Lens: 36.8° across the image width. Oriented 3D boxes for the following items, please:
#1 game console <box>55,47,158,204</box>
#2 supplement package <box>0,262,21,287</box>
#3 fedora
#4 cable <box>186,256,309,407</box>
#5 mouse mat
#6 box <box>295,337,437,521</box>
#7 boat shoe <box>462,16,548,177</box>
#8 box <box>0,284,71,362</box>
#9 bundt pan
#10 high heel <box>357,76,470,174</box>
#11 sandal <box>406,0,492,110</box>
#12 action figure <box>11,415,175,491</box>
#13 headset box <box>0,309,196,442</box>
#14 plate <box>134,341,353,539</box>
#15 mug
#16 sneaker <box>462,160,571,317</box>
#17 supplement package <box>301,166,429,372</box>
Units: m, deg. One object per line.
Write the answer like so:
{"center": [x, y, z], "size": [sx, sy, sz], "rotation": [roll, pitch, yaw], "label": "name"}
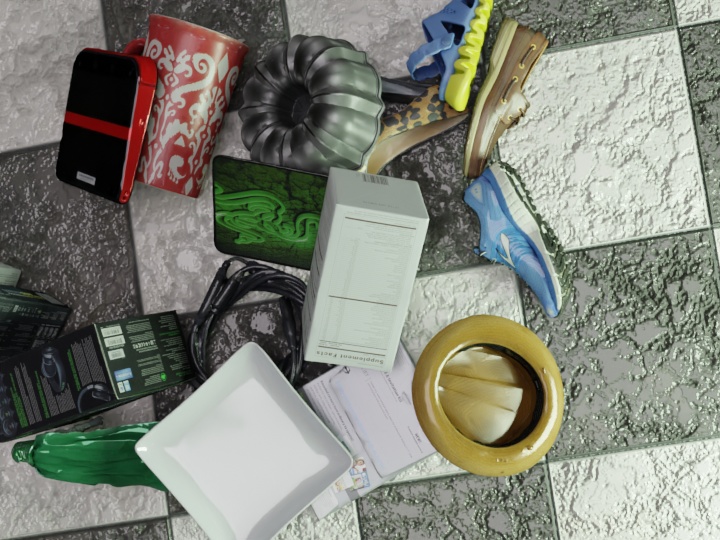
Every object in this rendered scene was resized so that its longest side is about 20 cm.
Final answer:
{"center": [-0.321, -0.186, 1.361], "size": [0.199, 0.031, 0.180], "rotation": [19, 101, 50], "label": "game console"}
{"center": [-0.558, 0.067, 1.377], "size": [0.149, 0.151, 0.204], "rotation": [18, 89, 7], "label": "supplement package"}
{"center": [0.147, 0.152, 1.312], "size": [0.197, 0.082, 0.205], "rotation": [3, 81, -17], "label": "fedora"}
{"center": [-0.141, 0.093, 1.376], "size": [0.161, 0.051, 0.203], "rotation": [24, 84, 8], "label": "cable"}
{"center": [-0.089, -0.064, 1.343], "size": [0.196, 0.163, 0.008], "rotation": [12, 44, 6], "label": "mouse mat"}
{"center": [-0.002, 0.194, 1.360], "size": [0.198, 0.041, 0.158], "rotation": [-31, 83, 5], "label": "box"}
{"center": [0.178, -0.209, 1.344], "size": [0.066, 0.072, 0.204], "rotation": [19, 90, 5], "label": "boat shoe"}
{"center": [-0.453, 0.099, 1.337], "size": [0.050, 0.200, 0.160], "rotation": [27, 90, 13], "label": "box"}
{"center": [-0.072, -0.197, 1.331], "size": [0.199, 0.075, 0.206], "rotation": [-6, 80, 33], "label": "bundt pan"}
{"center": [0.052, -0.143, 1.355], "size": [0.140, 0.071, 0.204], "rotation": [13, 82, 11], "label": "high heel"}
{"center": [0.114, -0.299, 1.338], "size": [0.085, 0.080, 0.203], "rotation": [15, 67, 9], "label": "sandal"}
{"center": [-0.334, 0.227, 1.354], "size": [0.196, 0.055, 0.120], "rotation": [3, 119, -16], "label": "action figure"}
{"center": [-0.333, 0.128, 1.316], "size": [0.197, 0.174, 0.094], "rotation": [-21, 85, 22], "label": "headset box"}
{"center": [-0.141, 0.224, 1.326], "size": [0.199, 0.032, 0.200], "rotation": [-41, 91, 0], "label": "plate"}
{"center": [-0.238, -0.207, 1.387], "size": [0.131, 0.177, 0.204], "rotation": [14, 93, -29], "label": "mug"}
{"center": [0.193, -0.030, 1.341], "size": [0.088, 0.078, 0.202], "rotation": [-30, 88, 25], "label": "sneaker"}
{"center": [0.000, 0.000, 1.269], "size": [0.111, 0.110, 0.203], "rotation": [9, 116, -9], "label": "supplement package"}
